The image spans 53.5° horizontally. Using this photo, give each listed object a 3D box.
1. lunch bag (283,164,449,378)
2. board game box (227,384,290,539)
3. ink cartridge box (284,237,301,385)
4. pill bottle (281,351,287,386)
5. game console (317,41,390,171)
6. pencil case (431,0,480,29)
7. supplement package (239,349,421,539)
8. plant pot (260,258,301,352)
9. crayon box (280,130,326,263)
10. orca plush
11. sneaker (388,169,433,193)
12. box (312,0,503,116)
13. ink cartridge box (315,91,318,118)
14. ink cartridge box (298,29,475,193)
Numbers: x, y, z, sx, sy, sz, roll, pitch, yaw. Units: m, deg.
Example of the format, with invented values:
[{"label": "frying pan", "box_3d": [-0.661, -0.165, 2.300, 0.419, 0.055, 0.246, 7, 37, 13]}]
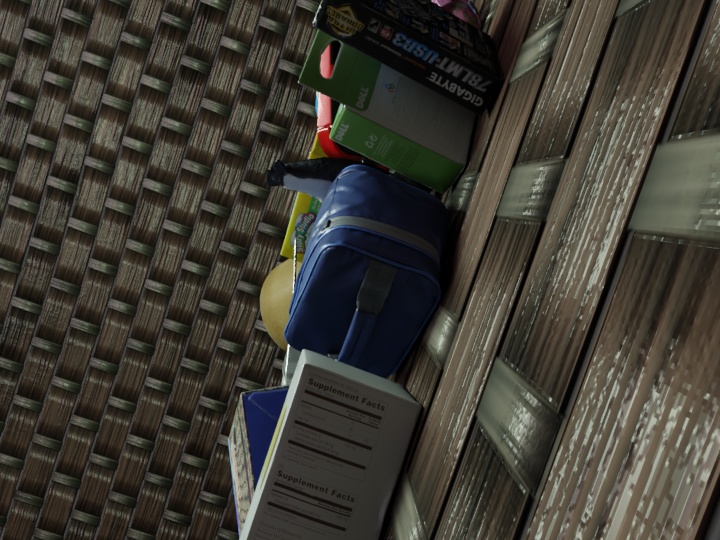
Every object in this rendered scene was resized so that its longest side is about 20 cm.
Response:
[{"label": "lunch bag", "box_3d": [0.001, 0.018, 0.728, 0.134, 0.132, 0.202, -75, 7, -45]}, {"label": "board game box", "box_3d": [-0.091, 0.241, 0.823, 0.201, 0.094, 0.164, 117, 145, -59]}, {"label": "ink cartridge box", "box_3d": [-0.071, 0.087, 0.917, 0.201, 0.043, 0.181, 101, 172, -62]}, {"label": "pill bottle", "box_3d": [-0.062, 0.139, 1.126, 0.202, 0.111, 0.116, 115, 173, -52]}, {"label": "game console", "box_3d": [0.030, -0.214, 0.874, 0.031, 0.196, 0.183, -6, 83, 48]}, {"label": "pencil case", "box_3d": [0.124, -0.354, 1.051, 0.088, 0.081, 0.200, -61, 6, 12]}, {"label": "supplement package", "box_3d": [-0.034, 0.189, 0.633, 0.114, 0.107, 0.205, 172, 116, -84]}, {"label": "plant pot", "box_3d": [-0.052, 0.032, 1.219, 0.199, 0.183, 0.190, -38, 30, 53]}, {"label": "crayon box", "box_3d": [-0.012, -0.079, 1.025, 0.059, 0.168, 0.202, -75, 6, -45]}, {"label": "orca plush", "box_3d": [-0.006, -0.089, 0.778, 0.107, 0.194, 0.072, 105, 172, -46]}, {"label": "sneaker", "box_3d": [0.060, -0.066, 0.852, 0.201, 0.071, 0.099, -47, 49, 3]}, {"label": "box", "box_3d": [0.056, -0.263, 0.780, 0.050, 0.194, 0.202, -61, 9, 30]}, {"label": "ink cartridge box", "box_3d": [0.011, -0.279, 1.078, 0.201, 0.142, 0.087, 105, 153, -69]}, {"label": "ink cartridge box", "box_3d": [0.027, -0.179, 0.779, 0.059, 0.195, 0.106, 130, 161, -57]}]
